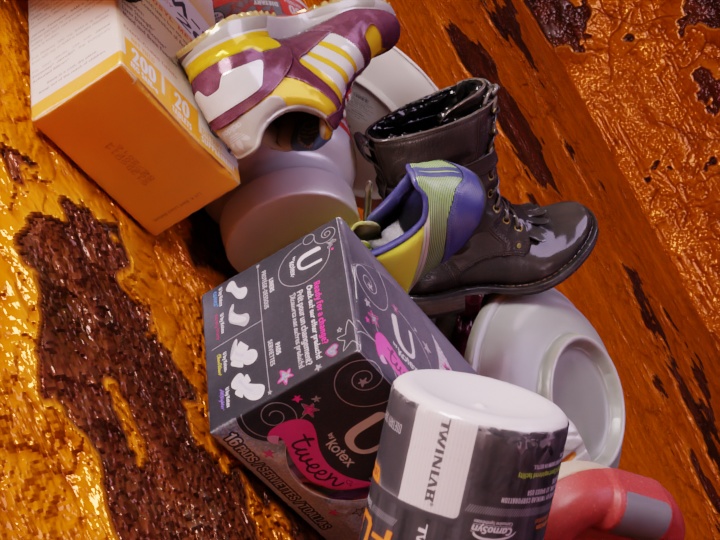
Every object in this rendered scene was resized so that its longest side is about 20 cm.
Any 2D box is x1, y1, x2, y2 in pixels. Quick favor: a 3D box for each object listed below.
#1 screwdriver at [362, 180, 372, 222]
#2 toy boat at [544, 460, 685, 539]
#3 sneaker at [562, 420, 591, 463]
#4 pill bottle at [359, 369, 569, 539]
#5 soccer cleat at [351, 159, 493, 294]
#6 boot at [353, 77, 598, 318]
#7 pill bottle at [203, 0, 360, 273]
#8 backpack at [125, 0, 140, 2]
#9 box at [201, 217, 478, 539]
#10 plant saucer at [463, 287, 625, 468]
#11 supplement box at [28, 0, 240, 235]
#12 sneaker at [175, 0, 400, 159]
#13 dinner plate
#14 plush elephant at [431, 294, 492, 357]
[{"bbox_3d":[0.000,0.000,1.210,0.201,0.028,0.029,91,-20,-47],"label":"screwdriver"},{"bbox_3d":[0.146,0.234,1.109,0.130,0.201,0.131,17,20,-34],"label":"toy boat"},{"bbox_3d":[0.102,0.177,1.186,0.078,0.201,0.077,1,34,-24],"label":"sneaker"},{"bbox_3d":[0.049,0.167,0.976,0.106,0.105,0.202,-24,127,-73],"label":"pill bottle"},{"bbox_3d":[0.006,0.000,1.138,0.083,0.200,0.065,13,39,-38],"label":"soccer cleat"},{"bbox_3d":[0.091,-0.061,1.227,0.069,0.199,0.175,46,-31,45],"label":"boot"},{"bbox_3d":[-0.066,-0.096,1.192,0.116,0.115,0.201,40,25,-48],"label":"pill bottle"},{"bbox_3d":[-0.194,-0.272,1.020,0.164,0.198,0.155,-66,171,-48],"label":"backpack"},{"bbox_3d":[0.002,0.089,1.086,0.200,0.114,0.133,47,21,-36],"label":"box"},{"bbox_3d":[0.154,0.104,1.284,0.199,0.050,0.202,15,70,-47],"label":"plant saucer"},{"bbox_3d":[-0.149,-0.139,1.095,0.126,0.073,0.201,46,22,-41],"label":"supplement box"},{"bbox_3d":[-0.035,-0.122,1.104,0.199,0.075,0.091,-20,85,-48],"label":"sneaker"},{"bbox_3d":[-0.008,-0.112,1.320,0.201,0.199,0.024,53,52,-22],"label":"dinner plate"},{"bbox_3d":[0.095,0.027,1.386,0.165,0.154,0.201,20,43,-65],"label":"plush elephant"}]
